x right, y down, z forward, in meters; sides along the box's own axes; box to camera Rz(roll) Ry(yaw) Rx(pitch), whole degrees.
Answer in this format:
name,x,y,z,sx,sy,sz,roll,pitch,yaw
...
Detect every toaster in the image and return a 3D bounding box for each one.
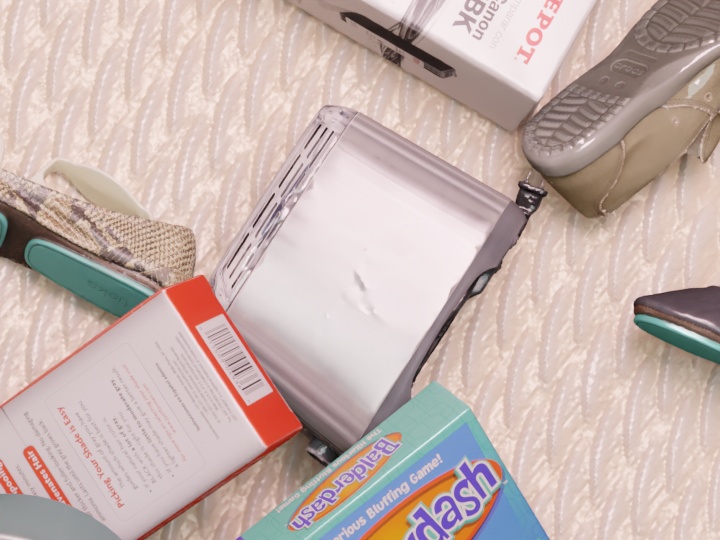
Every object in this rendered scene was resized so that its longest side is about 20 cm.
name,x,y,z,sx,sy,sz,roll,pitch,yaw
toaster,0.000,0.000,1.597,0.129,0.114,0.200,33,82,2

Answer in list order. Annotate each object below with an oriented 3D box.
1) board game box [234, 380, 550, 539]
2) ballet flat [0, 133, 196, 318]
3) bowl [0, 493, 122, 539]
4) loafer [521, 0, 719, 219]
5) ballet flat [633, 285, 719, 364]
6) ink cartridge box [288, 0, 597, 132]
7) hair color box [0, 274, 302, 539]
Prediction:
name,x,y,z,sx,sy,sz,roll,pitch,yaw
board game box,0.034,0.181,1.556,0.152,0.045,0.200,-38,120,-10
ballet flat,-0.183,-0.033,1.612,0.199,0.068,0.075,20,58,-9
bowl,-0.177,0.192,1.487,0.200,0.105,0.201,2,117,4
loafer,0.177,-0.101,1.662,0.200,0.075,0.070,-36,125,-15
ballet flat,0.247,0.044,1.642,0.200,0.073,0.073,28,79,-8
ink cartridge box,0.044,-0.192,1.645,0.200,0.084,0.145,30,79,-2
hair color box,-0.141,0.099,1.546,0.200,0.061,0.102,-34,87,19
